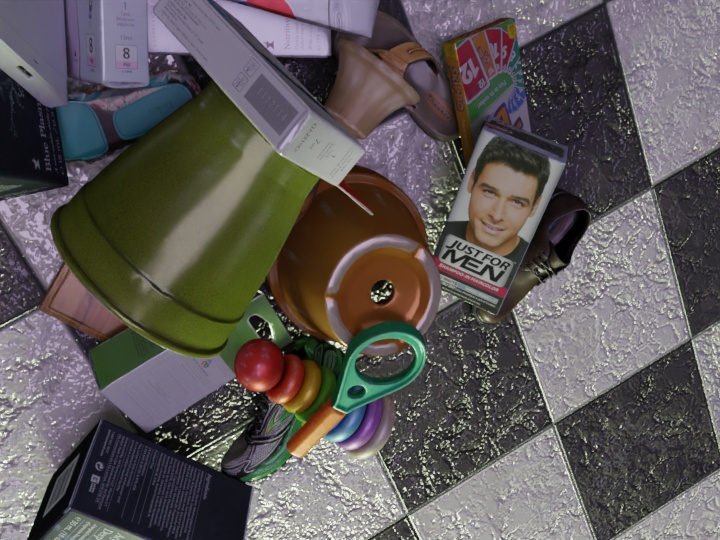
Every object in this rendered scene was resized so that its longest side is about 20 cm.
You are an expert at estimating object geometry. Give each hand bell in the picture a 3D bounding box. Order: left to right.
[{"bbox_3d":[-0.036,-0.123,0.757,0.103,0.104,0.202,32,96,-23],"label":"hand bell"}]

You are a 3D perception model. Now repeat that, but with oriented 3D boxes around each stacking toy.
[{"bbox_3d":[-0.055,0.132,0.807,0.199,0.085,0.086,35,94,-30],"label":"stacking toy"}]

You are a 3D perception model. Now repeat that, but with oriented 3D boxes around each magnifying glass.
[{"bbox_3d":[-0.010,0.125,0.747,0.079,0.023,0.200,28,120,-28],"label":"magnifying glass"}]

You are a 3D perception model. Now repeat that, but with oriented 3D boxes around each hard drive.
[{"bbox_3d":[-0.289,-0.260,0.618,0.026,0.132,0.205,-7,79,2],"label":"hard drive"}]

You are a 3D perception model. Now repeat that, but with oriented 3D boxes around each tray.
[{"bbox_3d":[-0.253,-0.025,0.796,0.098,0.037,0.202,30,96,-23],"label":"tray"}]

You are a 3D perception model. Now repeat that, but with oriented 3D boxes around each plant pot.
[{"bbox_3d":[-0.143,-0.062,0.676,0.199,0.201,0.193,38,102,-23],"label":"plant pot"},{"bbox_3d":[0.000,0.000,0.802,0.195,0.183,0.205,-5,108,-16],"label":"plant pot"}]

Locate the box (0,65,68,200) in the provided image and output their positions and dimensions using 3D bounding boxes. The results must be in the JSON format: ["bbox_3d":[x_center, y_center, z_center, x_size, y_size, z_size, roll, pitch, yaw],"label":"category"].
[{"bbox_3d":[-0.347,-0.161,0.599,0.114,0.200,0.202,-9,93,2],"label":"box"}]

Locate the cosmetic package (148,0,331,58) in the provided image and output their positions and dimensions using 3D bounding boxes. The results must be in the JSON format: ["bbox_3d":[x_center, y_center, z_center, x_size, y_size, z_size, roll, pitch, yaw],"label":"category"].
[{"bbox_3d":[-0.132,-0.273,0.734,0.195,0.081,0.116,-6,110,-17],"label":"cosmetic package"}]

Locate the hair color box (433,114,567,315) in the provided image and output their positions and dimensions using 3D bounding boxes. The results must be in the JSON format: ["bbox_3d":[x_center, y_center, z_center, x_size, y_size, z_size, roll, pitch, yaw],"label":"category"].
[{"bbox_3d":[0.152,-0.061,0.844,0.097,0.061,0.203,22,120,7],"label":"hair color box"}]

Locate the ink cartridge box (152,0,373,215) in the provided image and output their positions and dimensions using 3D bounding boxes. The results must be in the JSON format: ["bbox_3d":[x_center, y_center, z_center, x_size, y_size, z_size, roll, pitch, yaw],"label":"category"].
[{"bbox_3d":[-0.069,-0.149,0.644,0.045,0.201,0.175,-46,154,11],"label":"ink cartridge box"}]

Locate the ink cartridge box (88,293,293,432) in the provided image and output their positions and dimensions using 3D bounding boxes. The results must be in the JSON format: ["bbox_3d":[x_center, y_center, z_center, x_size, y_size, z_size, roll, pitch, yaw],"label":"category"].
[{"bbox_3d":[-0.185,0.086,0.817,0.197,0.060,0.105,-31,141,-6],"label":"ink cartridge box"}]

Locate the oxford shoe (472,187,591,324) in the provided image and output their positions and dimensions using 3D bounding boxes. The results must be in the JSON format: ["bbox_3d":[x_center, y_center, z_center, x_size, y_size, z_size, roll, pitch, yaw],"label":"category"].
[{"bbox_3d":[0.213,-0.012,0.922,0.072,0.084,0.202,33,96,-25],"label":"oxford shoe"}]

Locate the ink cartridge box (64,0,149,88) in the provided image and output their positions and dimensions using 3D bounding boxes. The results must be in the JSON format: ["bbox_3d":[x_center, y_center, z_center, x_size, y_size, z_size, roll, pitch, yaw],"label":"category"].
[{"bbox_3d":[-0.236,-0.274,0.657,0.056,0.161,0.205,-11,111,-32],"label":"ink cartridge box"}]

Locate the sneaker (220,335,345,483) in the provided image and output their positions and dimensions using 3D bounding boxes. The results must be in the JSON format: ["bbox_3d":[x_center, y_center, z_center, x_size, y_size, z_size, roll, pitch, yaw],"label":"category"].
[{"bbox_3d":[-0.102,0.160,0.874,0.201,0.078,0.085,-53,127,-6],"label":"sneaker"}]

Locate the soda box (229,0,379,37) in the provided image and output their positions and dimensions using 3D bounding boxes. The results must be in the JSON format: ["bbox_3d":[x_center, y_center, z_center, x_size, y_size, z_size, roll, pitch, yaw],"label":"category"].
[{"bbox_3d":[-0.079,-0.273,0.672,0.196,0.063,0.070,10,106,-20],"label":"soda box"}]

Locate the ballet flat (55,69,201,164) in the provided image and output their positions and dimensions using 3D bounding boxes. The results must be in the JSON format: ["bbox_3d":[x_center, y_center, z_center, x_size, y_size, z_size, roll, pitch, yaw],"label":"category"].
[{"bbox_3d":[-0.251,-0.154,0.739,0.195,0.064,0.077,-11,115,-3],"label":"ballet flat"}]

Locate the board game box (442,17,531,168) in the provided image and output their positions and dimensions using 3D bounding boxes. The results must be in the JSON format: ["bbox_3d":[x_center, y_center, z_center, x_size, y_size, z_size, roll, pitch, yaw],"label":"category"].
[{"bbox_3d":[0.157,-0.181,0.866,0.094,0.030,0.204,-28,120,-25],"label":"board game box"}]

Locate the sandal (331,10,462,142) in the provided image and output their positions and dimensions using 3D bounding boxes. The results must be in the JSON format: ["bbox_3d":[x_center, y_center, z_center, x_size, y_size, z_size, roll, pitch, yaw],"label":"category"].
[{"bbox_3d":[0.055,-0.217,0.824,0.199,0.054,0.081,37,93,-24],"label":"sandal"}]

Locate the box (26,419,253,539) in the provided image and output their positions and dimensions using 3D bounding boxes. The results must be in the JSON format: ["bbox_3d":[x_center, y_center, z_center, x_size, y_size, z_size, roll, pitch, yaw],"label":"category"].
[{"bbox_3d":[-0.245,0.281,0.820,0.198,0.108,0.148,30,128,-23],"label":"box"}]
